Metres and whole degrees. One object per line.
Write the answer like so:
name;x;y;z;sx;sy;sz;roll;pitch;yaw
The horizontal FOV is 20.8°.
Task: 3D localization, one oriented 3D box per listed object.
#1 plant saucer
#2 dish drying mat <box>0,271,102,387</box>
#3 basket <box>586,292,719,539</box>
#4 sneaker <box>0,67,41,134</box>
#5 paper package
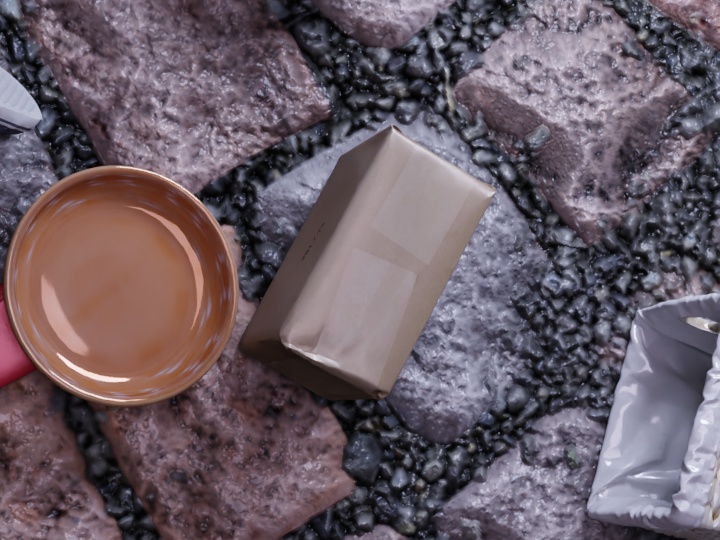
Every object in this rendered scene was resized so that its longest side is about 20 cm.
plant saucer;-0.200;0.015;1.620;0.199;0.037;0.201;4;79;-23
dish drying mat;-0.315;0.063;1.610;0.200;0.018;0.077;-27;92;-15
basket;0.315;0.140;1.662;0.160;0.198;0.201;19;79;-13
sneaker;-0.353;-0.146;1.578;0.200;0.079;0.079;26;114;-44
paper package;0.000;0.000;1.603;0.103;0.191;0.200;30;79;-11
